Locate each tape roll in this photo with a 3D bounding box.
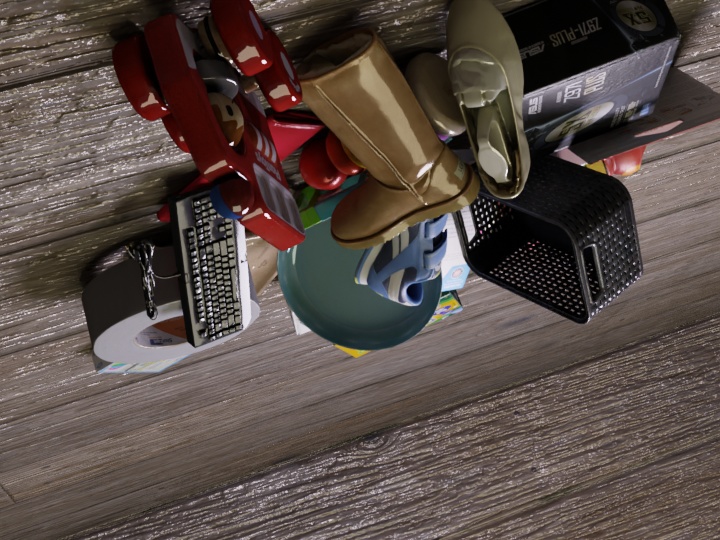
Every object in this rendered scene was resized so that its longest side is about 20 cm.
[{"bbox_3d":[-0.219,0.041,1.359,0.198,0.067,0.201,-15,161,-5],"label":"tape roll"}]

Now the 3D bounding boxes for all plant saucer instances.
[{"bbox_3d":[0.000,0.000,1.369,0.199,0.201,0.027,-28,-164,24],"label":"plant saucer"}]

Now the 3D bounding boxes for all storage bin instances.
[{"bbox_3d":[0.200,-0.045,1.285,0.093,0.199,0.136,-36,128,-24],"label":"storage bin"}]

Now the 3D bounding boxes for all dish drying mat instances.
[{"bbox_3d":[-0.126,-0.104,1.192,0.076,0.018,0.199,-2,154,-48],"label":"dish drying mat"}]

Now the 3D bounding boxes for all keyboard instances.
[{"bbox_3d":[-0.177,0.003,1.229,0.126,0.021,0.201,-17,132,-18],"label":"keyboard"}]

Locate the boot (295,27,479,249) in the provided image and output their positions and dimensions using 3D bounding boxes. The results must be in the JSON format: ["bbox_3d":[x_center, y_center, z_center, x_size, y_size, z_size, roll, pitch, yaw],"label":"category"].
[{"bbox_3d":[-0.004,-0.119,1.087,0.174,0.067,0.200,-22,133,27],"label":"boot"}]

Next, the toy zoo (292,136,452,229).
[{"bbox_3d":[0.008,-0.101,1.251,0.199,0.021,0.131,-25,-166,13],"label":"toy zoo"}]

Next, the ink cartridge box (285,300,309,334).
[{"bbox_3d":[-0.009,0.002,1.566,0.198,0.084,0.145,-20,165,-6],"label":"ink cartridge box"}]

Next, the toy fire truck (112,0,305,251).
[{"bbox_3d":[-0.103,-0.111,0.919,0.111,0.169,0.200,-23,164,8],"label":"toy fire truck"}]

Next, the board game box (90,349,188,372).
[{"bbox_3d":[-0.257,0.087,1.621,0.199,0.035,0.134,-29,163,25],"label":"board game box"}]

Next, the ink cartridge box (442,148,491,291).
[{"bbox_3d":[0.094,-0.073,1.396,0.114,0.068,0.201,-8,128,-39],"label":"ink cartridge box"}]

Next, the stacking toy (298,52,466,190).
[{"bbox_3d":[0.015,-0.134,1.169,0.085,0.086,0.199,-3,160,-47],"label":"stacking toy"}]

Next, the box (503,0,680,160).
[{"bbox_3d":[0.219,-0.202,1.185,0.162,0.087,0.200,-20,164,-1],"label":"box"}]

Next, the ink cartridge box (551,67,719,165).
[{"bbox_3d":[0.311,-0.161,1.324,0.198,0.045,0.176,-19,-152,-7],"label":"ink cartridge box"}]

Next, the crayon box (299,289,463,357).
[{"bbox_3d":[0.031,0.061,1.564,0.198,0.052,0.126,-24,165,8],"label":"crayon box"}]

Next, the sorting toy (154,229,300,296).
[{"bbox_3d":[-0.190,-0.005,1.416,0.198,0.037,0.185,-7,159,-28],"label":"sorting toy"}]

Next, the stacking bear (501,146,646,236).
[{"bbox_3d":[0.268,-0.128,1.455,0.199,0.114,0.122,-31,168,-7],"label":"stacking bear"}]

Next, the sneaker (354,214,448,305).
[{"bbox_3d":[0.065,-0.042,1.263,0.074,0.082,0.201,-43,166,-45],"label":"sneaker"}]

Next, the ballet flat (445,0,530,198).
[{"bbox_3d":[0.117,-0.151,1.068,0.069,0.070,0.201,-21,125,0],"label":"ballet flat"}]
